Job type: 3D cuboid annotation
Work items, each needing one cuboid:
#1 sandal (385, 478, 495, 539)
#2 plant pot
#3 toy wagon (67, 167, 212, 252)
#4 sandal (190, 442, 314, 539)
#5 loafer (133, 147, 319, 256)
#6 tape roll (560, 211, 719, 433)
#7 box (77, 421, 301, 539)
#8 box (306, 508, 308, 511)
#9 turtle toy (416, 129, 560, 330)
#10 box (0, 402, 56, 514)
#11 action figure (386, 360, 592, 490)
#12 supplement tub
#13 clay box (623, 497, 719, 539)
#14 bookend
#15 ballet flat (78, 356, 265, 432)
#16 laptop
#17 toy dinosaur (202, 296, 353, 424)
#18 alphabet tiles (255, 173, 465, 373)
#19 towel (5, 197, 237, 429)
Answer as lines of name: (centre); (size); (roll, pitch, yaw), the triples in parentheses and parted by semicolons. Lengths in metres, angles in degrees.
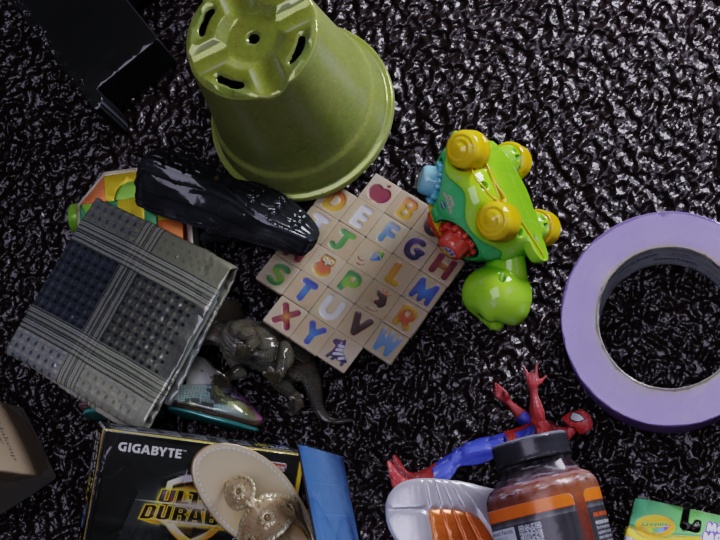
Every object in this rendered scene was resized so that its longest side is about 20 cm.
sandal: (0.119, 0.245, 1.290); (0.206, 0.059, 0.080); (6, 72, -12)
plant pot: (-0.082, -0.193, 1.343); (0.199, 0.184, 0.201); (-4, 72, 13)
toy wagon: (-0.229, -0.008, 1.421); (0.154, 0.040, 0.201); (-7, 78, 10)
sandal: (-0.070, 0.244, 1.259); (0.078, 0.070, 0.212); (-40, 98, -18)
loafer: (-0.137, -0.058, 1.371); (0.200, 0.068, 0.071); (23, 119, 9)
tape roll: (0.291, 0.051, 1.283); (0.199, 0.085, 0.201); (-2, 80, 11)
box: (-0.165, 0.238, 1.298); (0.199, 0.049, 0.161); (11, 91, -19)
box: (-0.057, 0.333, 1.319); (0.038, 0.041, 0.201); (9, 82, 12)
turtle toy: (0.122, -0.043, 1.317); (0.101, 0.146, 0.201); (-27, 75, 26)
box: (-0.388, 0.180, 1.333); (0.078, 0.200, 0.095); (-32, 75, 4)
action figure: (0.120, 0.145, 1.304); (0.199, 0.065, 0.100); (-13, 90, 8)
supplement tub: (0.175, 0.248, 1.214); (0.106, 0.107, 0.201); (-14, 77, 8)
clay box: (0.287, 0.319, 1.248); (0.114, 0.048, 0.201); (11, 81, 15)
bookend: (-0.251, -0.292, 1.455); (0.200, 0.092, 0.199); (-40, 76, 0)
ballet flat: (-0.191, 0.121, 1.378); (0.199, 0.069, 0.072); (3, 73, 15)
laptop: (0.030, 0.255, 1.240); (0.199, 0.187, 0.116); (21, 84, 15)
toy dinosaur: (-0.088, 0.084, 1.351); (0.199, 0.102, 0.077); (21, 123, -2)
alphabet tiles: (0.000, 0.000, 1.362); (0.166, 0.006, 0.200); (32, 70, 16)
towel: (-0.239, 0.045, 1.367); (0.199, 0.035, 0.193); (26, 82, 27)
